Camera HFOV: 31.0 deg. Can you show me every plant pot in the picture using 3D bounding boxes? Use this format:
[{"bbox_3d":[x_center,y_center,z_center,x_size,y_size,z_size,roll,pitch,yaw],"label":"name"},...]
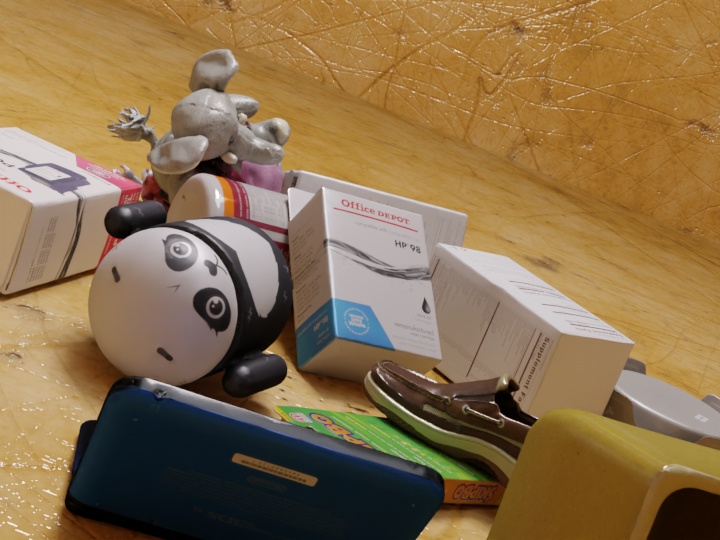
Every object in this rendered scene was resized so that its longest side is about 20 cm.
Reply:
[{"bbox_3d":[0.165,0.183,0.745,0.195,0.195,0.200,17,8,-22],"label":"plant pot"}]

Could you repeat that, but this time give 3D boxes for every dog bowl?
[{"bbox_3d":[0.311,0.154,1.336,0.199,0.059,0.200,21,14,-6],"label":"dog bowl"}]

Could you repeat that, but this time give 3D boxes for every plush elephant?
[{"bbox_3d":[-0.148,-0.130,1.332,0.199,0.165,0.155,26,-19,-20],"label":"plush elephant"}]

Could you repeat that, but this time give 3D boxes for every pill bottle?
[{"bbox_3d":[-0.084,-0.021,1.276,0.199,0.110,0.110,14,16,-32],"label":"pill bottle"}]

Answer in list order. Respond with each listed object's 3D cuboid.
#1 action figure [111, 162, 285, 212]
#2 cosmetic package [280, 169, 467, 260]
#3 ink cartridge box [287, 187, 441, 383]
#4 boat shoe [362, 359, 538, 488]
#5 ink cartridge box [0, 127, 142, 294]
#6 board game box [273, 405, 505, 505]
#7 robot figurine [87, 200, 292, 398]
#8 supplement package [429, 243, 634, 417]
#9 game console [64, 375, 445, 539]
[{"bbox_3d":[-0.182,-0.088,1.473,0.200,0.134,0.149,-22,83,-59],"label":"action figure"},{"bbox_3d":[0.010,-0.055,1.455,0.199,0.074,0.102,13,1,-12],"label":"cosmetic package"},{"bbox_3d":[0.000,0.000,1.197,0.115,0.067,0.201,14,53,-29],"label":"ink cartridge box"},{"bbox_3d":[0.100,0.112,1.020,0.202,0.075,0.075,29,11,17],"label":"boat shoe"},{"bbox_3d":[-0.303,-0.058,1.124,0.144,0.085,0.200,24,14,11],"label":"ink cartridge box"},{"bbox_3d":[0.025,0.141,0.983,0.200,0.030,0.095,17,13,-47],"label":"board game box"},{"bbox_3d":[-0.126,0.020,1.016,0.150,0.125,0.200,13,10,18],"label":"robot figurine"},{"bbox_3d":[0.151,0.070,1.292,0.109,0.114,0.200,10,20,-39],"label":"supplement package"},{"bbox_3d":[-0.067,0.112,0.795,0.199,0.171,0.119,19,40,-13],"label":"game console"}]
